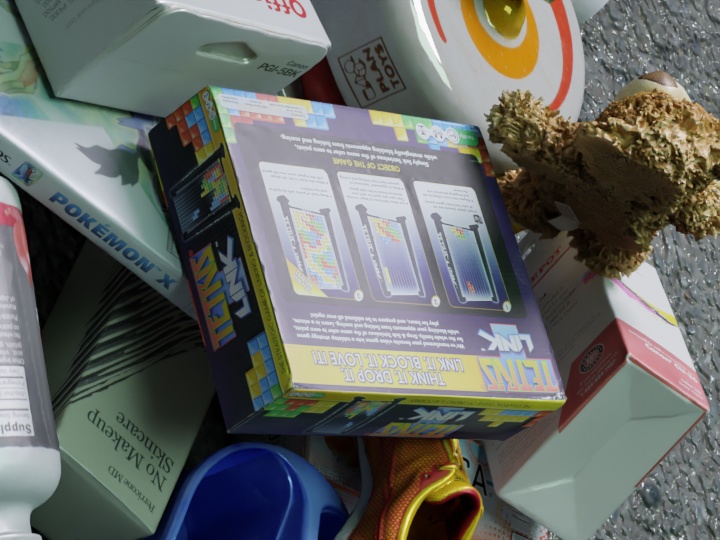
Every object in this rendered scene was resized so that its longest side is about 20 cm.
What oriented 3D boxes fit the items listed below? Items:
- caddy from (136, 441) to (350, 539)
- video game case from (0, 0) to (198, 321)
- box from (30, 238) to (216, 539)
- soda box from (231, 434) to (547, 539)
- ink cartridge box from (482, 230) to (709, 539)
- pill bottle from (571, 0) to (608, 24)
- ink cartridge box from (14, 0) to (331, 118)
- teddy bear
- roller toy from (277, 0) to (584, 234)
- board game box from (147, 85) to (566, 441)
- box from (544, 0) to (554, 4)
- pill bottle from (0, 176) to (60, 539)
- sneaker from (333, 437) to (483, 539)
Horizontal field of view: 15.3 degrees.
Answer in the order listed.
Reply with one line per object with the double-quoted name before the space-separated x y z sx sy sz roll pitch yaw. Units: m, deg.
"caddy" -0.068 0.184 1.359 0.141 0.105 0.201 44 46 -28
"video game case" -0.134 -0.092 1.354 0.182 0.022 0.201 39 31 -29
"box" -0.119 0.044 1.387 0.082 0.068 0.201 44 46 -27
"soda box" 0.019 0.122 1.508 0.200 0.068 0.064 28 55 -39
"ink cartridge box" 0.124 0.051 1.554 0.067 0.117 0.200 33 22 -22
"pill bottle" 0.078 -0.240 1.685 0.200 0.111 0.112 38 50 -31
"ink cartridge box" -0.119 -0.180 1.363 0.146 0.083 0.201 9 51 -55
"teddy bear" 0.137 -0.055 1.444 0.144 0.200 0.067 23 70 11
"roller toy" 0.040 -0.130 1.571 0.182 0.139 0.201 32 50 -37
"board game box" 0.000 0.000 1.355 0.199 0.057 0.166 6 61 -44
"box" 0.038 -0.256 1.535 0.199 0.021 0.164 27 45 -18
"pill bottle" -0.201 0.062 1.258 0.110 0.110 0.201 2 74 -47
"sneaker" 0.035 0.114 1.403 0.073 0.077 0.201 53 30 -34
